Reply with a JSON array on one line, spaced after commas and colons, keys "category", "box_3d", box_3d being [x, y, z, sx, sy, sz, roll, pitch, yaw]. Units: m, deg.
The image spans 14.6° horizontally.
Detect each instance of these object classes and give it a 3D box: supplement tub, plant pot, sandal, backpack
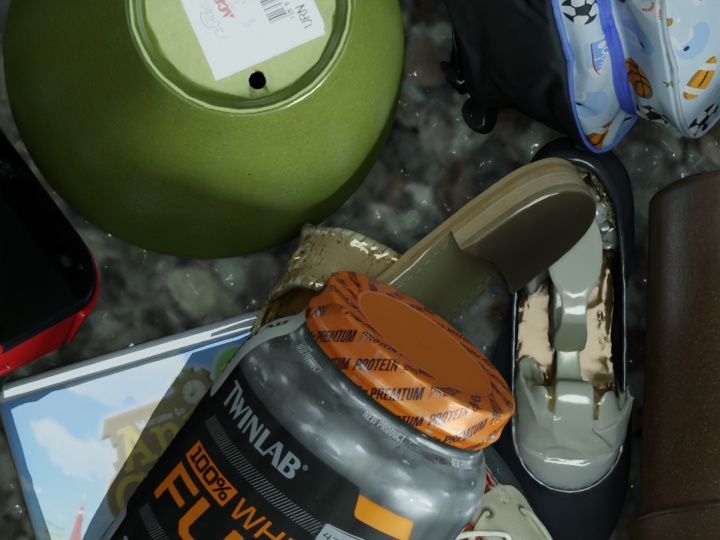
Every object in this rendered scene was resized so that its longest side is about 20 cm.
[{"category": "supplement tub", "box_3d": [-0.030, 0.106, 1.193, 0.122, 0.123, 0.200, 34, 105, -5]}, {"category": "plant pot", "box_3d": [0.207, 0.060, 1.252, 0.200, 0.200, 0.199, -1, 79, -7]}, {"category": "sandal", "box_3d": [0.002, 0.002, 1.266, 0.211, 0.078, 0.070, -33, 56, 6]}, {"category": "backpack", "box_3d": [0.123, -0.167, 1.241, 0.154, 0.200, 0.191, 22, 65, 21]}, {"category": "plant pot", "box_3d": [-0.060, -0.104, 1.210, 0.187, 0.200, 0.188, 0, 87, -7]}]

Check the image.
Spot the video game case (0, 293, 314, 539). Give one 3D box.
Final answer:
[{"category": "video game case", "box_3d": [-0.047, 0.113, 1.291, 0.199, 0.022, 0.183, -16, 89, -8]}]

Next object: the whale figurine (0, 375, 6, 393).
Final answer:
[{"category": "whale figurine", "box_3d": [-0.224, -0.007, 1.233, 0.159, 0.104, 0.201, -7, 86, -7]}]

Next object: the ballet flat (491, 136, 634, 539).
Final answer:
[{"category": "ballet flat", "box_3d": [0.093, 0.037, 1.289, 0.073, 0.073, 0.201, 3, 87, -7]}]

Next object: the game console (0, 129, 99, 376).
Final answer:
[{"category": "game console", "box_3d": [-0.212, -0.035, 1.168, 0.200, 0.031, 0.177, 52, 38, 6]}]

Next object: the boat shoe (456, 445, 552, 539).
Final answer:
[{"category": "boat shoe", "box_3d": [0.057, 0.138, 1.260, 0.071, 0.063, 0.200, -31, 96, -6]}]
